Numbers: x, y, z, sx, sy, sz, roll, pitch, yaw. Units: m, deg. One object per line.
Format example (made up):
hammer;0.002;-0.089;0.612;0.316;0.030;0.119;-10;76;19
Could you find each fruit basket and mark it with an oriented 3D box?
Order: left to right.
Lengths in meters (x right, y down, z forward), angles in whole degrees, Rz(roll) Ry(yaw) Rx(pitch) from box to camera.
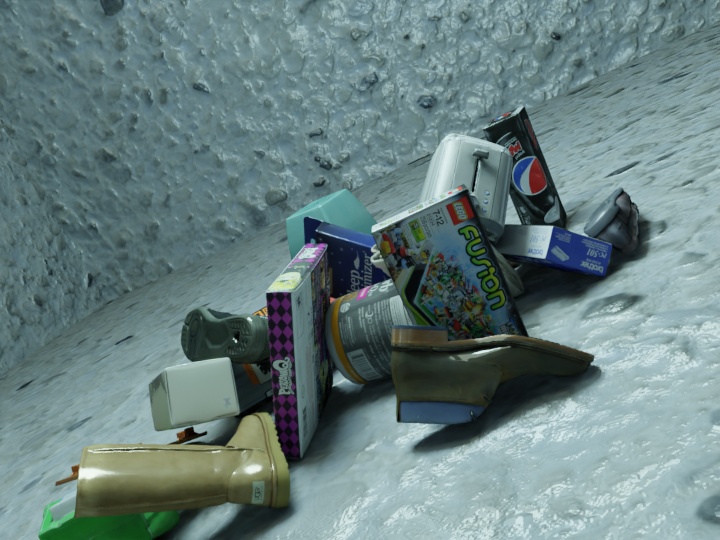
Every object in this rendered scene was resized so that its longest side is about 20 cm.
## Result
fruit basket;-0.281;0.263;0.793;0.183;0.095;0.200;-27;9;-2

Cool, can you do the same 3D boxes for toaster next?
toaster;0.135;-0.092;0.927;0.112;0.131;0.200;15;-15;0

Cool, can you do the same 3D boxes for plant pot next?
plant pot;-0.035;-0.029;1.214;0.140;0.202;0.141;-15;17;39

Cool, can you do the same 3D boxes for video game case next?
video game case;-0.068;0.089;0.825;0.035;0.203;0.182;2;19;10

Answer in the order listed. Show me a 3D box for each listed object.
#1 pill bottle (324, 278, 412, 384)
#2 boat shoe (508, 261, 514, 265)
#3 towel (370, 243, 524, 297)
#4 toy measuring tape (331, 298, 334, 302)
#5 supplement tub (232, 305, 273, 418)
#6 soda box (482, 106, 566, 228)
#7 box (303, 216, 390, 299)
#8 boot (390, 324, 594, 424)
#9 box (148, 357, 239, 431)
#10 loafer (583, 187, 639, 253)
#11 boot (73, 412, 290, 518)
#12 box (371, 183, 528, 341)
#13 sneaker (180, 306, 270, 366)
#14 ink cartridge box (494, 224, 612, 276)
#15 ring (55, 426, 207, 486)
pill bottle;0.064;0.062;0.841;0.198;0.117;0.116;-20;14;26
boat shoe;0.204;-0.051;1.125;0.070;0.071;0.200;-26;14;-6
towel;0.114;-0.001;0.886;0.131;0.200;0.035;-16;57;30
toy measuring tape;-0.005;0.072;1.103;0.198;0.075;0.073;6;29;35
supplement tub;-0.125;0.114;1.000;0.198;0.124;0.122;-30;13;-14
soda box;0.267;-0.155;1.106;0.063;0.202;0.071;-19;14;27
box;0.000;0.000;0.999;0.198;0.122;0.032;18;43;19
boot;0.125;0.110;0.676;0.197;0.098;0.075;5;-7;14
box;-0.213;0.159;0.856;0.081;0.069;0.200;-7;-11;-25
loafer;0.348;-0.063;0.935;0.072;0.063;0.200;-51;-10;25
boot;-0.184;0.194;0.712;0.197;0.067;0.175;4;4;-18
box;0.100;0.024;0.726;0.109;0.202;0.035;-24;12;8
sneaker;-0.155;0.091;0.901;0.113;0.077;0.198;16;-14;-42
ink cartridge box;0.235;-0.031;0.925;0.093;0.045;0.200;15;0;-18
ring;-0.302;0.243;0.911;0.198;0.019;0.201;-18;-9;-3
